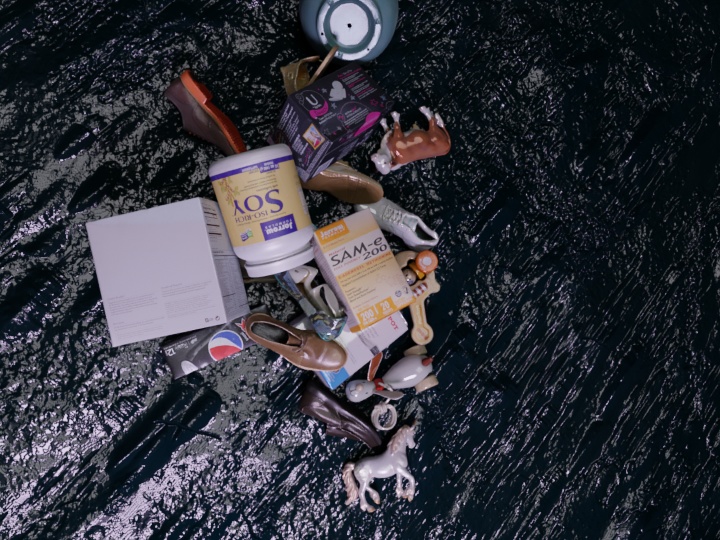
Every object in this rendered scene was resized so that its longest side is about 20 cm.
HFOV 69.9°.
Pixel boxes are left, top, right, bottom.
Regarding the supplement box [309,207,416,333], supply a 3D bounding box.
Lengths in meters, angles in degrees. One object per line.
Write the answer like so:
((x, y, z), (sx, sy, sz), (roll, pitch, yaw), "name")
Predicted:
((0.000, 0.000, 0.970), (0.126, 0.074, 0.200), (-26, 86, -19), "supplement box")

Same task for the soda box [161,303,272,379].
((-0.259, 0.126, 0.951), (0.200, 0.071, 0.064), (-23, 96, -20), "soda box")

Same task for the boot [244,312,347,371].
((-0.111, 0.134, 0.920), (0.199, 0.075, 0.074), (23, 82, -14), "boot")

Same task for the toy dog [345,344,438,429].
((0.076, 0.215, 1.046), (0.200, 0.096, 0.132), (-37, 76, -25), "toy dog")

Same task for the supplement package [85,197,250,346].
((-0.313, 0.001, 0.866), (0.191, 0.147, 0.201), (-12, 91, 3), "supplement package")

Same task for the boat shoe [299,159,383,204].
((-0.048, -0.192, 1.038), (0.199, 0.074, 0.069), (15, 50, -12), "boat shoe")

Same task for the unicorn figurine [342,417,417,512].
((0.057, 0.401, 1.053), (0.199, 0.074, 0.138), (-14, 82, -15), "unicorn figurine")

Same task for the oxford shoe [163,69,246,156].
((-0.286, -0.270, 0.974), (0.072, 0.071, 0.200), (-32, 103, 10), "oxford shoe")

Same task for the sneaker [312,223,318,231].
((-0.166, -0.094, 0.995), (0.200, 0.076, 0.081), (38, 77, -13), "sneaker")

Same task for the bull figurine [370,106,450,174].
((0.100, -0.279, 1.107), (0.199, 0.065, 0.122), (-16, 96, -21), "bull figurine")

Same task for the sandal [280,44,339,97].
((-0.127, -0.350, 0.970), (0.070, 0.212, 0.078), (35, 34, -10), "sandal")

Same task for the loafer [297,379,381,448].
((-0.044, 0.299, 1.031), (0.200, 0.073, 0.071), (40, 89, -12), "loafer")

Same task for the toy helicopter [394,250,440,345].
((0.105, 0.059, 1.086), (0.132, 0.079, 0.201), (-10, 83, -4), "toy helicopter")

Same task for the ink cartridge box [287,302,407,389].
((-0.028, 0.115, 1.031), (0.200, 0.084, 0.145), (-35, 98, -18), "ink cartridge box")

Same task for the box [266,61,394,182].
((-0.057, -0.280, 0.965), (0.115, 0.132, 0.200), (48, 52, 0), "box")

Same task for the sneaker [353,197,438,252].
((0.081, -0.108, 1.085), (0.200, 0.080, 0.071), (28, 80, -13), "sneaker")

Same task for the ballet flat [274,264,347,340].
((-0.090, 0.034, 0.952), (0.074, 0.074, 0.200), (-35, 74, -18), "ballet flat")

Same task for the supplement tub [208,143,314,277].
((-0.164, -0.103, 0.888), (0.145, 0.145, 0.201), (-20, 103, -20), "supplement tub")

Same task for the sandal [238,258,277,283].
((-0.232, -0.004, 0.976), (0.199, 0.054, 0.081), (-3, 88, -20), "sandal")

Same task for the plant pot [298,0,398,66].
((-0.021, -0.480, 0.982), (0.199, 0.134, 0.201), (-1, 128, -2), "plant pot")
